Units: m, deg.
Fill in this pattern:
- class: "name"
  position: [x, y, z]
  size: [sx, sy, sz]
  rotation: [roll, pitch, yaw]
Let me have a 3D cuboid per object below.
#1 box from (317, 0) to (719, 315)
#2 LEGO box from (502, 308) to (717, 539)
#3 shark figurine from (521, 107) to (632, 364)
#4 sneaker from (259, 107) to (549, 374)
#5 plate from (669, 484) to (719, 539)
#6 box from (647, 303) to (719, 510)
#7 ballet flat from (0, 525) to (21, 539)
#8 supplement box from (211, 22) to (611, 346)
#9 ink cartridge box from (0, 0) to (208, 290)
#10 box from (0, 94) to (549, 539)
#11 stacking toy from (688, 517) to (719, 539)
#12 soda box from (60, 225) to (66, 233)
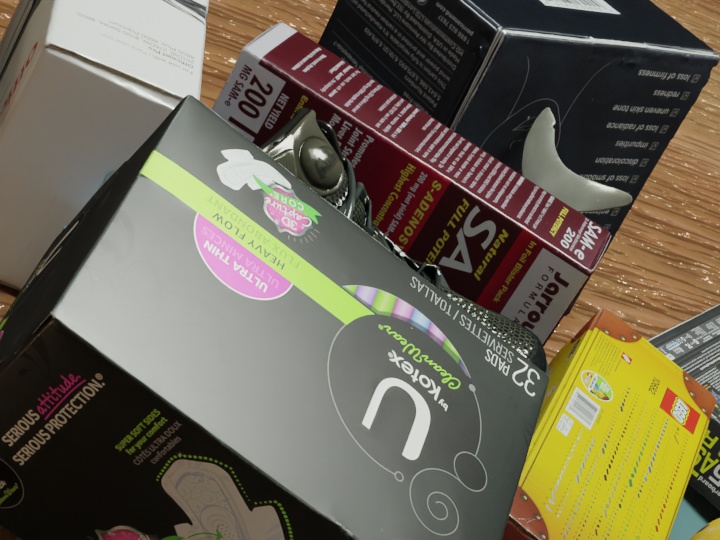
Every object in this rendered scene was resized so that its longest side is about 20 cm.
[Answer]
- class: "box"
  position: [0.069, -0.080, 1.087]
  size: [0.200, 0.197, 0.124]
  rotation: [-1, 37, -45]
- class: "LEGO box"
  position: [0.077, 0.129, 0.873]
  size: [0.077, 0.149, 0.200]
  rotation: [39, 32, 0]
- class: "shark figurine"
  position: [0.071, 0.029, 1.017]
  size: [0.128, 0.215, 0.090]
  rotation: [-15, 30, -19]
- class: "sneaker"
  position: [0.000, 0.000, 0.849]
  size: [0.199, 0.114, 0.076]
  rotation: [20, 35, 1]
- class: "plate"
  position: [0.220, 0.178, 1.062]
  size: [0.200, 0.026, 0.200]
  rotation: [25, 33, -18]
- class: "box"
  position: [0.248, 0.097, 1.147]
  size: [0.160, 0.044, 0.200]
  rotation: [42, 25, 16]
- class: "ballet flat"
  position: [-0.092, 0.111, 0.819]
  size: [0.200, 0.068, 0.072]
  rotation: [13, 51, -41]
- class: "supplement box"
  position: [0.010, -0.022, 0.928]
  size: [0.200, 0.109, 0.061]
  rotation: [32, 26, 3]
- class: "ink cartridge box"
  position: [-0.144, -0.099, 0.974]
  size: [0.084, 0.145, 0.200]
  rotation: [22, 33, -17]
- class: "box"
  position: [-0.047, 0.060, 0.759]
  size: [0.200, 0.124, 0.149]
  rotation: [38, 41, -13]
- class: "stacking toy"
  position: [0.185, 0.162, 0.873]
  size: [0.146, 0.200, 0.146]
  rotation: [23, 26, -11]
- class: "soda box"
  position: [-0.067, 0.040, 0.938]
  size: [0.200, 0.064, 0.068]
  rotation: [13, 38, -32]
